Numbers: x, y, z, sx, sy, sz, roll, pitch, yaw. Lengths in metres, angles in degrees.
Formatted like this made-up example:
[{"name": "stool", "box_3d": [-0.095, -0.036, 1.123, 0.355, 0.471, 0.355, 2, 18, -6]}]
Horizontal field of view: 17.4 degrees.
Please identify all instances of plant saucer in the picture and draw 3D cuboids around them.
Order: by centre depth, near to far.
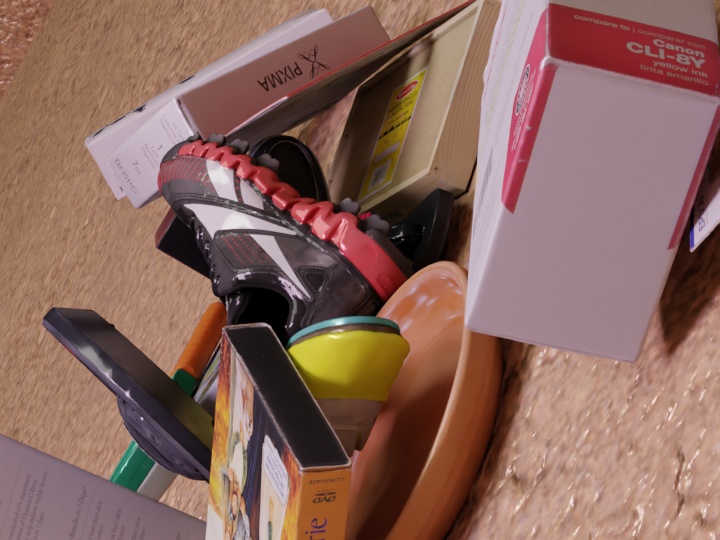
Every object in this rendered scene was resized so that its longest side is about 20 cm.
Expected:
[{"name": "plant saucer", "box_3d": [0.021, 0.093, 1.256, 0.201, 0.037, 0.201, -55, 19, 29]}]

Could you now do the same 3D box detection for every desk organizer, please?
[{"name": "desk organizer", "box_3d": [-0.099, -0.028, 1.669, 0.077, 0.071, 0.200, -59, 9, 4]}]

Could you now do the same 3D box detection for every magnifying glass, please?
[{"name": "magnifying glass", "box_3d": [-0.127, 0.087, 1.579, 0.080, 0.022, 0.200, -53, 5, 38]}]

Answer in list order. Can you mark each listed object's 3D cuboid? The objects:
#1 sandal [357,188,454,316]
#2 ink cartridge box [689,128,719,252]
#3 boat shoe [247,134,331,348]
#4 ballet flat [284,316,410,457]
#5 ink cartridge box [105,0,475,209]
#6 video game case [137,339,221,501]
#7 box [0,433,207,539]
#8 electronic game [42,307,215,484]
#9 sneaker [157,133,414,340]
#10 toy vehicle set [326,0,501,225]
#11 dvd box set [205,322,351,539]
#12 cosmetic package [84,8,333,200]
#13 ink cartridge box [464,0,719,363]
[{"name": "sandal", "box_3d": [0.000, 0.000, 1.432, 0.200, 0.045, 0.075, -33, 35, 61]}, {"name": "ink cartridge box", "box_3d": [0.203, -0.093, 0.962, 0.200, 0.037, 0.095, -48, 24, 41]}, {"name": "boat shoe", "box_3d": [-0.047, -0.007, 1.452, 0.057, 0.068, 0.201, 119, 159, -54]}, {"name": "ballet flat", "box_3d": [-0.021, 0.071, 1.266, 0.200, 0.066, 0.068, 153, 118, -69]}, {"name": "ink cartridge box", "box_3d": [-0.045, -0.124, 1.523, 0.200, 0.045, 0.176, -31, -1, -44]}, {"name": "video game case", "box_3d": [-0.081, 0.052, 1.571, 0.143, 0.018, 0.200, -53, 6, 36]}, {"name": "box", "box_3d": [-0.159, 0.200, 1.371, 0.097, 0.199, 0.125, -45, 25, 48]}, {"name": "electronic game", "box_3d": [-0.112, 0.093, 1.390, 0.042, 0.200, 0.200, -47, 15, -7]}, {"name": "sneaker", "box_3d": [-0.064, -0.012, 1.376, 0.200, 0.071, 0.098, 30, 74, 39]}, {"name": "toy vehicle set", "box_3d": [0.030, -0.086, 1.492, 0.200, 0.026, 0.125, -28, 40, 64]}, {"name": "dvd box set", "box_3d": [-0.048, 0.149, 1.217, 0.146, 0.029, 0.201, -124, 35, -56]}, {"name": "cosmetic package", "box_3d": [-0.105, -0.124, 1.726, 0.199, 0.051, 0.083, -30, 11, -5]}, {"name": "ink cartridge box", "box_3d": [0.105, -0.079, 1.076, 0.200, 0.083, 0.146, -84, 6, -54]}]
